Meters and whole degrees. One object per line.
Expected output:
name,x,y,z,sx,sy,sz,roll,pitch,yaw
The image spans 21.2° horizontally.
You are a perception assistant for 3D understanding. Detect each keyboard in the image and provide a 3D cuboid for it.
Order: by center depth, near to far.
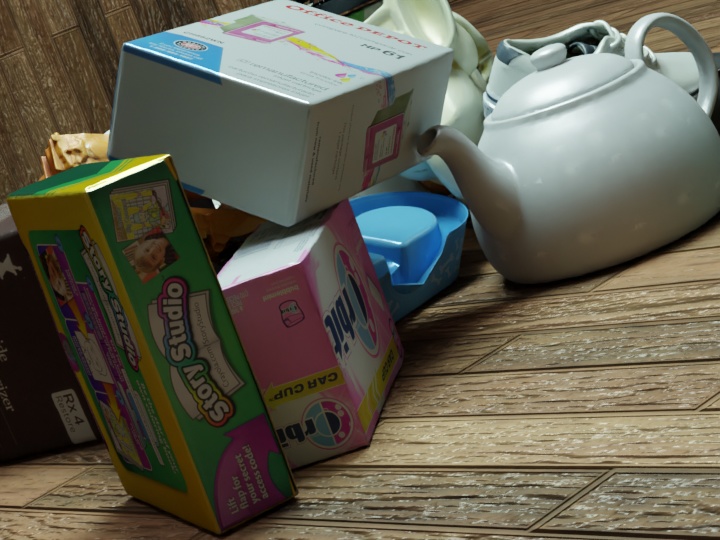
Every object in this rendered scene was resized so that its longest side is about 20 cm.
keyboard,-0.030,-0.233,1.637,0.104,0.040,0.200,-28,8,-32

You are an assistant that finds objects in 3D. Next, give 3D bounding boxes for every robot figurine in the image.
robot figurine,-0.112,-0.041,1.303,0.199,0.146,0.058,2,-36,-28

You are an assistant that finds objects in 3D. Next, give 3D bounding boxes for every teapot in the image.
teapot,0.159,-0.090,1.346,0.196,0.147,0.200,-18,10,14

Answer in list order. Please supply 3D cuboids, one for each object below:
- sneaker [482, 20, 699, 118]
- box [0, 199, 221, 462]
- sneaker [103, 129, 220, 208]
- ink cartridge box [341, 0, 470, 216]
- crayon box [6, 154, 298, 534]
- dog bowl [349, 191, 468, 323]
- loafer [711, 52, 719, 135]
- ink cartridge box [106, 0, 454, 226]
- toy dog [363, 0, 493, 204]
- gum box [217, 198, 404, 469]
sneaker,0.188,-0.150,1.449,0.199,0.071,0.073,-10,38,-25
box,-0.212,0.028,1.426,0.199,0.167,0.164,-15,12,32
sneaker,-0.122,-0.039,1.501,0.085,0.200,0.073,-6,42,55
ink cartridge box,0.018,-0.124,1.650,0.145,0.201,0.087,-28,9,-31
crayon box,-0.122,0.038,1.098,0.058,0.201,0.172,-25,11,-22
dog bowl,0.000,0.000,1.399,0.111,0.050,0.200,11,28,35
loafer,0.309,-0.143,1.533,0.199,0.073,0.072,-27,16,-24
ink cartridge box,-0.048,-0.110,1.257,0.144,0.085,0.200,20,23,23
toy dog,0.067,-0.131,1.533,0.140,0.194,0.200,-46,-20,8
gum box,-0.030,0.032,1.183,0.066,0.114,0.200,-19,11,12
